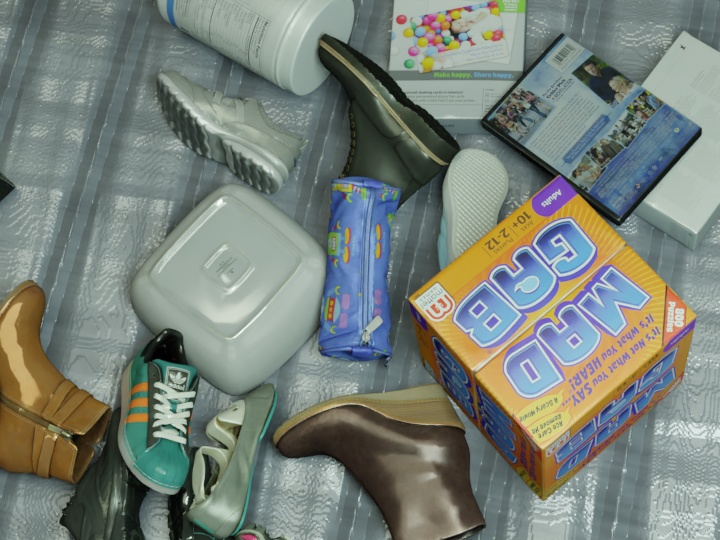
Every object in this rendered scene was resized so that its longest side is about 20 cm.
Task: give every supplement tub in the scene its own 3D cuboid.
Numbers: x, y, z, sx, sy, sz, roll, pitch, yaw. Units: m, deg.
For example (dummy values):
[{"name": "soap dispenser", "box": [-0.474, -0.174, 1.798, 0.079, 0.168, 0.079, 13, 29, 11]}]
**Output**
[{"name": "supplement tub", "box": [-0.121, -0.302, 1.891, 0.199, 0.132, 0.132, 30, 74, 17]}]

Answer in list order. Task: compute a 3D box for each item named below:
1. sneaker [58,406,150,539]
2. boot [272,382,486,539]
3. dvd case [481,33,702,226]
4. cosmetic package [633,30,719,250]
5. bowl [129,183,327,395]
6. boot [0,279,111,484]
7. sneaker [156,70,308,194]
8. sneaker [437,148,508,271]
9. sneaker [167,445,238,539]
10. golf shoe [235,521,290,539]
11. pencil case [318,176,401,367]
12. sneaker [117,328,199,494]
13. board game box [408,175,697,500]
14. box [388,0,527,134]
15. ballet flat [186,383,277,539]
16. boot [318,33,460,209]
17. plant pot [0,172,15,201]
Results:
[{"name": "sneaker", "box": [-0.269, 0.238, 1.723, 0.090, 0.076, 0.202, -4, 63, 17]}, {"name": "boot", "box": [0.019, 0.211, 1.692, 0.198, 0.072, 0.168, -13, 65, -2]}, {"name": "dvd case", "box": [0.249, -0.156, 1.793, 0.200, 0.018, 0.143, 39, 79, 23]}, {"name": "cosmetic package", "box": [0.359, -0.144, 1.806, 0.150, 0.052, 0.200, 35, 76, 18]}, {"name": "bowl", "box": [-0.138, 0.009, 1.797, 0.199, 0.075, 0.200, 39, 76, 19]}, {"name": "boot", "box": [-0.336, 0.121, 1.765, 0.154, 0.077, 0.201, 16, 76, 21]}, {"name": "sneaker", "box": [-0.148, -0.168, 1.882, 0.200, 0.075, 0.082, 38, 63, 13]}, {"name": "sneaker", "box": [0.112, -0.047, 1.791, 0.073, 0.082, 0.201, 19, 45, -7]}, {"name": "sneaker", "box": [-0.155, 0.279, 1.700, 0.079, 0.075, 0.202, 4, 62, -18]}, {"name": "golf shoe", "box": [-0.046, 0.319, 1.609, 0.199, 0.077, 0.088, 12, 57, 26]}, {"name": "pencil case", "box": [0.000, 0.000, 1.750, 0.077, 0.087, 0.202, 5, 86, -18]}, {"name": "sneaker", "box": [-0.205, 0.139, 1.700, 0.071, 0.080, 0.201, 19, 31, -27]}, {"name": "board game box", "box": [0.192, 0.072, 1.658, 0.199, 0.200, 0.200, -39, 69, -9]}, {"name": "box", "box": [0.113, -0.254, 1.890, 0.154, 0.041, 0.202, 2, 67, 8]}, {"name": "ballet flat", "box": [-0.134, 0.182, 1.692, 0.063, 0.067, 0.201, 28, 44, -15]}, {"name": "boot", "box": [-0.006, -0.151, 1.822, 0.200, 0.077, 0.139, 46, 107, 17]}, {"name": "plant pot", "box": [-0.544, -0.109, 1.840, 0.199, 0.200, 0.178, 39, 88, 20]}]
